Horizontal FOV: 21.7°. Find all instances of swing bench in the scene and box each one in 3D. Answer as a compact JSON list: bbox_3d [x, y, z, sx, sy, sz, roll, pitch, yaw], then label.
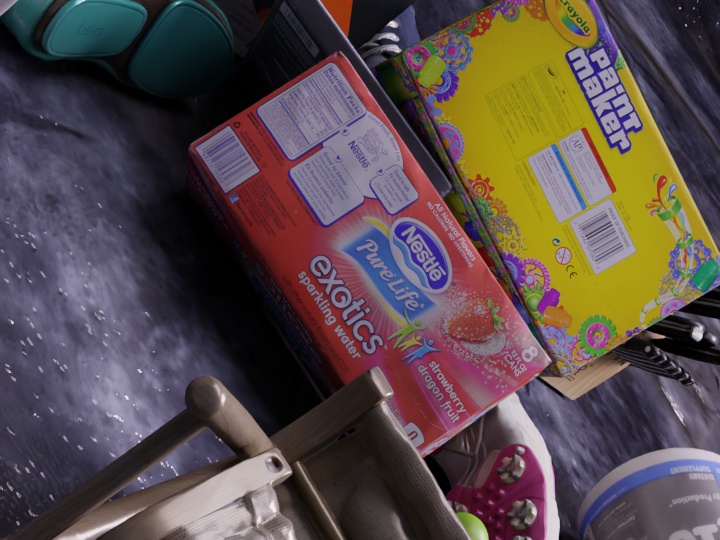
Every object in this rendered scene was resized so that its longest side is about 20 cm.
[{"bbox_3d":[-0.020,0.155,0.713,0.200,0.129,0.200,58,15,13],"label":"swing bench"}]

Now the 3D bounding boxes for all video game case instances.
[{"bbox_3d":[-0.015,-0.086,1.111,0.143,0.019,0.200,54,-12,-1],"label":"video game case"}]

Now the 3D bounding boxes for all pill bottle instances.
[{"bbox_3d":[0.212,0.218,1.148,0.114,0.114,0.201,37,26,-40],"label":"pill bottle"}]

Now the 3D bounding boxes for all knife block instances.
[{"bbox_3d":[0.191,0.002,1.358,0.064,0.175,0.201,35,27,-43],"label":"knife block"}]

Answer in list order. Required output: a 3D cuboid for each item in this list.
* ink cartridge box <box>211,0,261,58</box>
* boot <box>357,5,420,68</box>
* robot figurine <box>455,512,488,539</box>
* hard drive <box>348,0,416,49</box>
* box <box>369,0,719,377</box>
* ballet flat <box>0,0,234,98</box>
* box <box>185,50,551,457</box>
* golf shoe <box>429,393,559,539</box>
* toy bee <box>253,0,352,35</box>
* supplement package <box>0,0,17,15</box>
[{"bbox_3d":[-0.108,-0.235,1.257,0.197,0.047,0.201,32,32,-47],"label":"ink cartridge box"},{"bbox_3d":[0.008,-0.145,1.314,0.200,0.072,0.091,-20,92,-79],"label":"boot"},{"bbox_3d":[0.082,0.201,0.878,0.175,0.116,0.200,41,19,12],"label":"robot figurine"},{"bbox_3d":[0.011,-0.245,1.217,0.140,0.200,0.033,52,-13,-11],"label":"hard drive"},{"bbox_3d":[0.091,-0.052,1.121,0.201,0.121,0.193,63,-14,-6],"label":"box"},{"bbox_3d":[-0.135,-0.143,1.022,0.070,0.067,0.200,45,14,18],"label":"ballet flat"},{"bbox_3d":[0.000,0.000,0.996,0.201,0.099,0.095,56,-11,5],"label":"box"},{"bbox_3d":[0.087,0.132,1.068,0.092,0.075,0.201,45,23,-34],"label":"golf shoe"},{"bbox_3d":[-0.028,-0.233,1.130,0.109,0.201,0.131,40,20,27],"label":"toy bee"},{"bbox_3d":[-0.167,-0.219,0.867,0.121,0.199,0.120,41,23,-33],"label":"supplement package"}]
